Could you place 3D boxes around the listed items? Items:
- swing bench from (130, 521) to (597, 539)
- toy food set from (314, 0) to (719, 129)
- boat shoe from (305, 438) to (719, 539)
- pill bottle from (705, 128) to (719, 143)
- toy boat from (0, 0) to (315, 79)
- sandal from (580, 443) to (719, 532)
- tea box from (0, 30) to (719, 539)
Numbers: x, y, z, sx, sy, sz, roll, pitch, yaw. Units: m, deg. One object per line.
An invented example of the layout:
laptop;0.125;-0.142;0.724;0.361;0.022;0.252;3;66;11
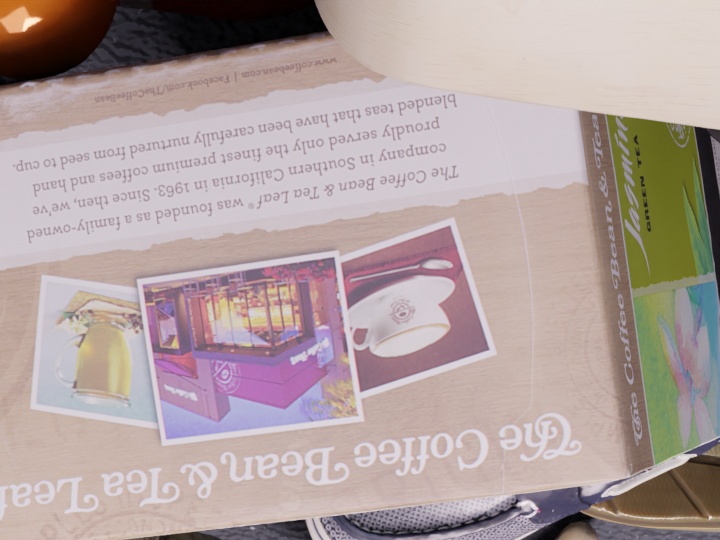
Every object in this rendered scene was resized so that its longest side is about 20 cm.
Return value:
swing bench;-0.043;0.156;1.176;0.199;0.130;0.200;26;138;-22
toy food set;0.093;-0.105;0.695;0.200;0.060;0.144;7;136;-4
boat shoe;0.069;0.044;1.013;0.200;0.075;0.093;-26;166;0
pill bottle;0.175;-0.112;0.788;0.200;0.112;0.112;-29;129;34
toy boat;-0.093;-0.111;0.858;0.200;0.131;0.131;7;140;1
sandal;0.137;0.064;1.089;0.200;0.080;0.054;9;162;-8
tea box;0.000;0.000;0.869;0.200;0.134;0.197;-8;-179;18
